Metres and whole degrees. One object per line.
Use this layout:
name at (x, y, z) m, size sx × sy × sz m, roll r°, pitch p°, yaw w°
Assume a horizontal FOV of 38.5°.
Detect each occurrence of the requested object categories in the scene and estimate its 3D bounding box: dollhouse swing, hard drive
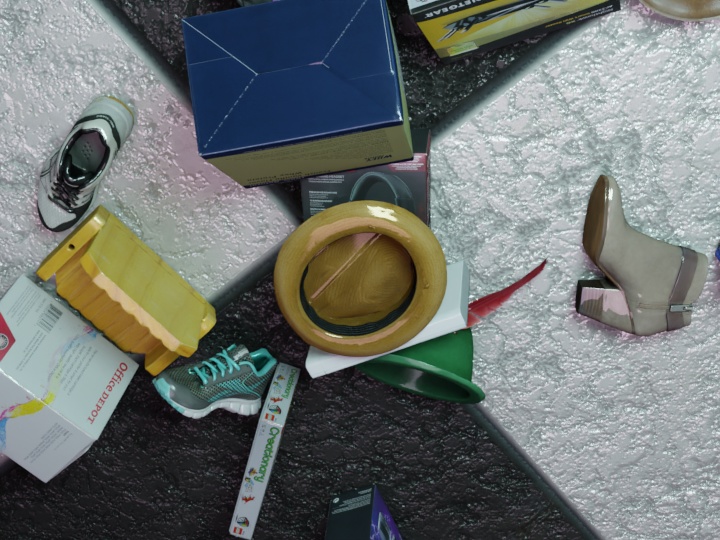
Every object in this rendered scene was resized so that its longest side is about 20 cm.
dollhouse swing at (-0.300, 0.053, 1.263) m, size 0.181 × 0.176 × 0.200 m, roll -38°, pitch 109°, yaw 24°
hard drive at (0.035, 0.057, 1.245) m, size 0.198 × 0.132 × 0.027 m, roll -20°, pitch 114°, yaw 18°

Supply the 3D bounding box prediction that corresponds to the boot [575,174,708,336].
boot at (0.336, -0.015, 1.212) m, size 0.144 × 0.070 × 0.202 m, roll 3°, pitch 120°, yaw -2°

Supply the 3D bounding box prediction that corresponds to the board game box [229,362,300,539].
board game box at (-0.127, 0.240, 1.371) m, size 0.034 × 0.127 × 0.202 m, roll 16°, pitch 120°, yaw -2°

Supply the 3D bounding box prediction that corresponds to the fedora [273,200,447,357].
fedora at (0.000, 0.000, 1.161) m, size 0.198 × 0.082 × 0.203 m, roll 1°, pitch 116°, yaw 3°

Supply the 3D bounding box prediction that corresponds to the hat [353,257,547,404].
hat at (0.104, 0.060, 1.296) m, size 0.198 × 0.178 × 0.166 m, roll 16°, pitch 164°, yaw 2°

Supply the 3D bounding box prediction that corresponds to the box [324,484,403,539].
box at (0.022, 0.429, 1.448) m, size 0.078 × 0.142 × 0.201 m, roll -17°, pitch 116°, yaw 17°

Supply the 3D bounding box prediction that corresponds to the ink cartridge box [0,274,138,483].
ink cartridge box at (-0.422, 0.143, 1.335) m, size 0.200 × 0.146 × 0.144 m, roll 40°, pitch 126°, yaw -14°

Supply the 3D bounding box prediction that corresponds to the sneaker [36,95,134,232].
sneaker at (-0.344, -0.116, 1.225) m, size 0.075 × 0.088 × 0.201 m, roll 29°, pitch 120°, yaw -11°

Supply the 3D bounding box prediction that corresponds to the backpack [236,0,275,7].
backpack at (-0.036, -0.329, 1.041) m, size 0.198 × 0.167 × 0.127 m, roll -21°, pitch 121°, yaw 5°

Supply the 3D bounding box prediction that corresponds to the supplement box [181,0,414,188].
supplement box at (-0.055, -0.179, 1.047) m, size 0.197 × 0.200 × 0.136 m, roll -9°, pitch 85°, yaw 6°

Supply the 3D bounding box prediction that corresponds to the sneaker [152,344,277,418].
sneaker at (-0.179, 0.130, 1.306) m, size 0.078 × 0.199 × 0.092 m, roll 42°, pitch 107°, yaw 25°

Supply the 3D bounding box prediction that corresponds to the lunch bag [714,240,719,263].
lunch bag at (0.519, -0.038, 1.141) m, size 0.198 × 0.094 × 0.152 m, roll 17°, pitch 120°, yaw 6°

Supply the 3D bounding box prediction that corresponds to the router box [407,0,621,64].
router box at (0.155, -0.281, 1.031) m, size 0.198 × 0.157 × 0.053 m, roll -15°, pitch 79°, yaw 15°

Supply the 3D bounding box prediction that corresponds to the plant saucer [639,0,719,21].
plant saucer at (0.344, -0.353, 1.026) m, size 0.198 × 0.035 × 0.202 m, roll 0°, pitch 117°, yaw -1°

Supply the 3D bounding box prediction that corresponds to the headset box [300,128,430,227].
headset box at (0.009, -0.079, 1.206) m, size 0.147 × 0.077 × 0.202 m, roll 2°, pitch 120°, yaw 6°
